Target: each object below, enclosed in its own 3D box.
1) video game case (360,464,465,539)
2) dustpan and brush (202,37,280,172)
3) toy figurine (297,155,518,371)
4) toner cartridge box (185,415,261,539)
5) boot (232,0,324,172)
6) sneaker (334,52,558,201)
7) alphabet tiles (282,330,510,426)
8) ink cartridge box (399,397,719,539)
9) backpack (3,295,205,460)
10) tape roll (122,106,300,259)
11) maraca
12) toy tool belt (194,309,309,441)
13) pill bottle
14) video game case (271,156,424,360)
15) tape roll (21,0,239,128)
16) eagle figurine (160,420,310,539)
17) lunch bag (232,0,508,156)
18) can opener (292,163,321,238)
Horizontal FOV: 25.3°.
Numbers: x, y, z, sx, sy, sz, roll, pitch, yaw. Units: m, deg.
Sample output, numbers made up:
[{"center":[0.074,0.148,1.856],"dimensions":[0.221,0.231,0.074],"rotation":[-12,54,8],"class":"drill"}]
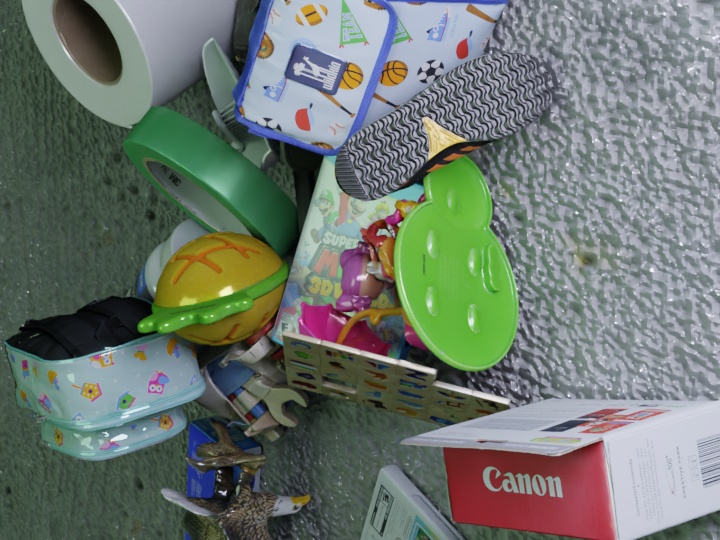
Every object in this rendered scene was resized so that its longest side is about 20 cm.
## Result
[{"center":[0.056,0.323,1.580],"dimensions":[0.182,0.024,0.200],"rotation":[44,131,40],"class":"video game case"},{"center":[-0.122,-0.138,1.643],"dimensions":[0.140,0.057,0.200],"rotation":[62,-178,16],"class":"dustpan and brush"},{"center":[0.022,0.012,1.415],"dimensions":[0.184,0.150,0.200],"rotation":[-21,59,42],"class":"toy figurine"},{"center":[-0.161,0.278,1.861],"dimensions":[0.095,0.043,0.200],"rotation":[29,122,47],"class":"toner cartridge box"},{"center":[-0.076,-0.205,1.590],"dimensions":[0.174,0.069,0.200],"rotation":[20,105,58],"class":"boot"},{"center":[0.066,-0.121,1.330],"dimensions":[0.070,0.200,0.090],"rotation":[62,176,-3],"class":"sneaker"},{"center":[0.030,0.102,1.409],"dimensions":[0.167,0.200,0.008],"rotation":[92,-168,-71],"class":"alphabet tiles"},{"center":[0.158,0.156,1.252],"dimensions":[0.200,0.175,0.084],"rotation":[-5,94,56],"class":"ink cartridge box"},{"center":[-0.254,0.108,1.637],"dimensions":[0.200,0.176,0.153],"rotation":[-5,99,61],"class":"backpack"},{"center":[-0.149,-0.085,1.630],"dimensions":[0.200,0.048,0.200],"rotation":[35,169,8],"class":"tape roll"},{"center":[-0.139,0.023,1.538],"dimensions":[0.137,0.200,0.107],"rotation":[-16,101,15],"class":"maraca"},{"center":[-0.093,0.114,1.678],"dimensions":[0.123,0.125,0.200],"rotation":[44,148,-9],"class":"toy tool belt"},{"center":[-0.200,0.034,1.787],"dimensions":[0.114,0.114,0.200],"rotation":[63,142,22],"class":"pill bottle"},{"center":[0.000,0.000,1.500],"dimensions":[0.143,0.018,0.200],"rotation":[25,106,30],"class":"video game case"},{"center":[-0.238,-0.272,1.680],"dimensions":[0.203,0.139,0.203],"rotation":[32,144,27],"class":"tape roll"},{"center":[-0.120,0.280,1.720],"dimensions":[0.151,0.152,0.200],"rotation":[-1,109,13],"class":"eagle figurine"},{"center":[0.002,-0.191,1.351],"dimensions":[0.124,0.200,0.170],"rotation":[60,141,39],"class":"lunch bag"},{"center":[-0.024,-0.025,1.575],"dimensions":[0.053,0.067,0.200],"rotation":[-19,70,34],"class":"can opener"}]
